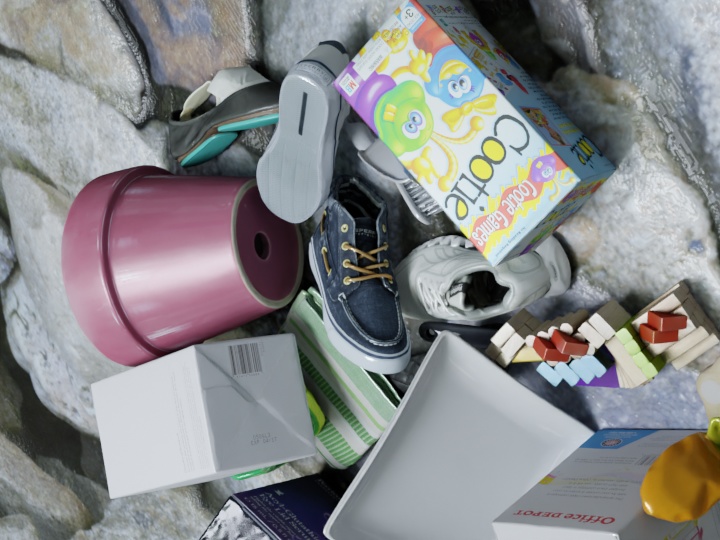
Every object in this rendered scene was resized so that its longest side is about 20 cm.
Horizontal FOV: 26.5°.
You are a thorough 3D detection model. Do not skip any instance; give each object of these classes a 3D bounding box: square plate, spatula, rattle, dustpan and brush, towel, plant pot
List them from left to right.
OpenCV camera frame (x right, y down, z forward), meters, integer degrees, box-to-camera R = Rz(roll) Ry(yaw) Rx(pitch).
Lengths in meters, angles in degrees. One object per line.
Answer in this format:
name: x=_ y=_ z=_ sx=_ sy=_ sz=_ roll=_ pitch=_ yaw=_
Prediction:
plant pot: x=-0.162 y=-0.013 z=1.500 sx=0.178 sy=0.200 sz=0.201 roll=-9 pitch=106 yaw=28
towel: x=-0.034 y=0.115 z=1.527 sx=0.153 sy=0.023 sz=0.200 roll=51 pitch=150 yaw=10
dustpan and brush: x=0.036 y=-0.091 z=1.335 sx=0.057 sy=0.139 sz=0.200 roll=-48 pitch=43 yaw=18
square plate: x=0.087 y=0.180 z=1.312 sx=0.200 sy=0.199 sz=0.028 roll=35 pitch=172 yaw=-27
spatula: x=0.143 y=0.065 z=1.329 sx=0.199 sy=0.021 sz=0.057 roll=8 pitch=111 yaw=25
rattle: x=0.321 y=0.114 z=1.148 sx=0.199 sy=0.142 sz=0.131 roll=-13 pitch=85 yaw=52

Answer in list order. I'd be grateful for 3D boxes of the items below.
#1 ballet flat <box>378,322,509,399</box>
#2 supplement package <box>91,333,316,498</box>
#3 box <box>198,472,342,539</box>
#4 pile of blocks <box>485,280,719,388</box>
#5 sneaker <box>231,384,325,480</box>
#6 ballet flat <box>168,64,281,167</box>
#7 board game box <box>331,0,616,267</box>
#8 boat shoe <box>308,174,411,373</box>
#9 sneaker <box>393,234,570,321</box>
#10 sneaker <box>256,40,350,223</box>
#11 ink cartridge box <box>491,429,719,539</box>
ballet flat: x=0.075 y=0.097 z=1.439 sx=0.066 sy=0.057 sz=0.200 roll=41 pitch=147 yaw=-21
supplement package: x=-0.155 y=0.142 z=1.474 sx=0.200 sy=0.121 sz=0.121 roll=-21 pitch=78 yaw=49
box: x=-0.062 y=0.299 z=1.543 sx=0.148 sy=0.200 sz=0.105 roll=40 pitch=105 yaw=18
pile of blocks: x=0.192 y=0.067 z=1.256 sx=0.199 sy=0.062 sz=0.083 roll=-11 pitch=99 yaw=29
sneaker: x=-0.093 y=0.166 z=1.555 sx=0.074 sy=0.083 sz=0.200 roll=47 pitch=149 yaw=15
ballet flat: x=-0.128 y=-0.155 z=1.469 sx=0.199 sy=0.068 sz=0.069 roll=-19 pitch=87 yaw=47
board game box: x=0.092 y=-0.116 z=1.234 sx=0.200 sy=0.105 sz=0.103 roll=49 pitch=114 yaw=11
boat shoe: x=0.000 y=0.000 z=1.377 sx=0.201 sy=0.070 sz=0.091 roll=-116 pitch=32 yaw=-48
sneaker: x=0.087 y=0.012 z=1.348 sx=0.199 sy=0.081 sz=0.076 roll=-12 pitch=105 yaw=47
sneaker: x=-0.041 y=-0.122 z=1.379 sx=0.073 sy=0.071 sz=0.200 roll=32 pitch=143 yaw=8
ink cartridge box: x=0.212 y=0.231 z=1.261 sx=0.128 sy=0.200 sz=0.126 roll=-4 pitch=110 yaw=45
